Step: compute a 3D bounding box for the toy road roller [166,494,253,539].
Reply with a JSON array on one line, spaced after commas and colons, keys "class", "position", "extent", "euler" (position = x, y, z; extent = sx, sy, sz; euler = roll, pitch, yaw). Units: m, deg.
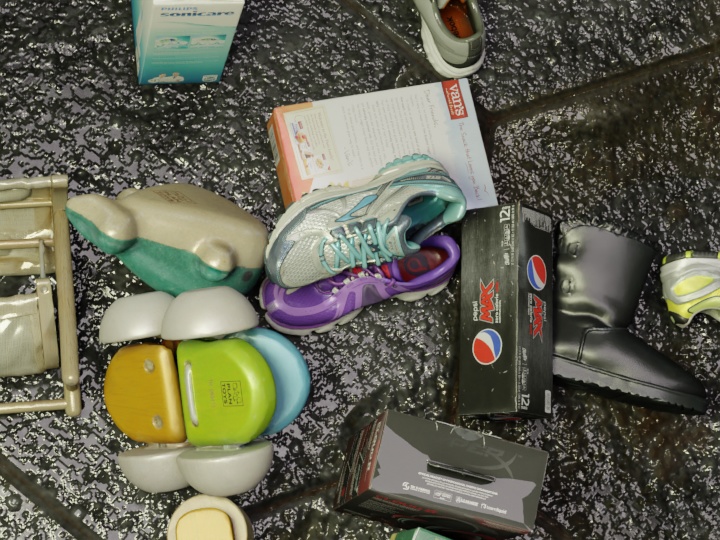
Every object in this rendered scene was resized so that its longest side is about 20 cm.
[{"class": "toy road roller", "position": [-0.162, 0.300, 1.340], "extent": [0.146, 0.123, 0.200], "euler": [-6, 78, -1]}]

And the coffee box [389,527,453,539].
[{"class": "coffee box", "position": [0.123, 0.287, 1.397], "extent": [0.200, 0.123, 0.044], "euler": [22, 76, -6]}]

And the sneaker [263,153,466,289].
[{"class": "sneaker", "position": [0.006, -0.040, 1.404], "extent": [0.200, 0.086, 0.078], "euler": [-30, 127, -15]}]

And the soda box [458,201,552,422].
[{"class": "soda box", "position": [0.138, 0.041, 1.464], "extent": [0.063, 0.071, 0.200], "euler": [16, 72, -48]}]

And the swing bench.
[{"class": "swing bench", "position": [-0.353, 0.027, 1.369], "extent": [0.199, 0.130, 0.200], "euler": [-3, 71, -11]}]

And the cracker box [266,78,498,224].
[{"class": "cracker box", "position": [0.021, -0.103, 1.509], "extent": [0.200, 0.058, 0.134], "euler": [-10, 80, -13]}]

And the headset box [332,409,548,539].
[{"class": "headset box", "position": [0.069, 0.186, 1.370], "extent": [0.149, 0.200, 0.075], "euler": [16, 73, -8]}]

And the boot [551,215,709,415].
[{"class": "boot", "position": [0.257, 0.044, 1.507], "extent": [0.198, 0.073, 0.163], "euler": [15, 78, 1]}]

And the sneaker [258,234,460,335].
[{"class": "sneaker", "position": [0.000, 0.000, 1.465], "extent": [0.200, 0.083, 0.081], "euler": [-18, 80, -14]}]

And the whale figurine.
[{"class": "whale figurine", "position": [-0.176, -0.019, 1.392], "extent": [0.159, 0.200, 0.104], "euler": [32, 108, 36]}]

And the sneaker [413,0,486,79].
[{"class": "sneaker", "position": [0.075, -0.294, 1.558], "extent": [0.074, 0.079, 0.200], "euler": [-25, 81, -14]}]

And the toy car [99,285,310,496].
[{"class": "toy car", "position": [-0.128, 0.100, 1.362], "extent": [0.150, 0.200, 0.175], "euler": [-9, 92, -45]}]

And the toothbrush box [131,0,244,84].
[{"class": "toothbrush box", "position": [-0.166, -0.276, 1.442], "extent": [0.085, 0.200, 0.147], "euler": [-4, 76, -12]}]

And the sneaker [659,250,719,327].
[{"class": "sneaker", "position": [0.398, 0.024, 1.550], "extent": [0.200, 0.075, 0.076], "euler": [2, 83, 0]}]
